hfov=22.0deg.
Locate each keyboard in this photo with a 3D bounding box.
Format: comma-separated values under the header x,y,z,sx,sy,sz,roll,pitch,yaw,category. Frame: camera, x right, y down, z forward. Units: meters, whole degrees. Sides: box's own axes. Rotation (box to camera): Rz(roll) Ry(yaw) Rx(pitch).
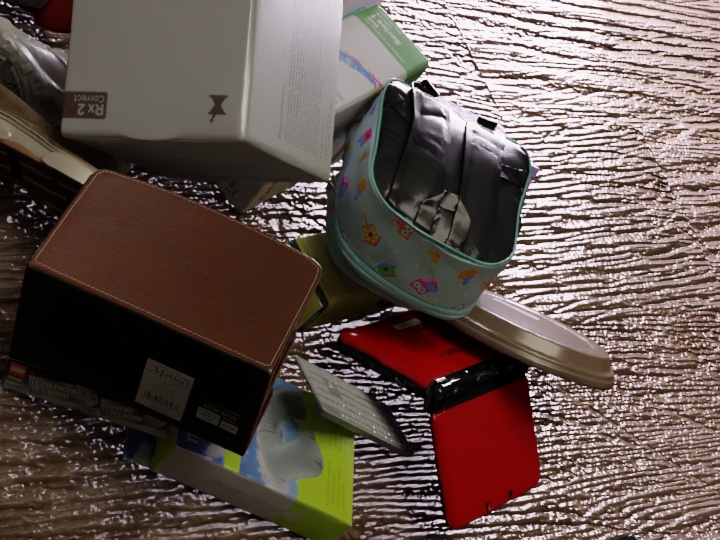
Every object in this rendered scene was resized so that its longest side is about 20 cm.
x,y,z,sx,sy,sz,roll,pitch,yaw,category
-0.003,0.119,1.603,0.200,0.011,0.057,35,28,-61,keyboard

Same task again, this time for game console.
x,y,z,sx,sy,sz,roll,pitch,yaw,category
0.075,0.129,1.711,0.171,0.120,0.199,27,19,24,game console

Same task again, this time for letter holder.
x,y,z,sx,sy,sz,roll,pitch,yaw,category
-0.146,0.026,1.430,0.198,0.101,0.143,23,43,2,letter holder

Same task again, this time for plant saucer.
x,y,z,sx,sy,sz,roll,pitch,yaw,category
0.155,0.058,1.771,0.198,0.030,0.200,23,8,-3,plant saucer

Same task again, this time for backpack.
x,y,z,sx,sy,sz,roll,pitch,yaw,category
0.055,-0.052,1.675,0.175,0.154,0.201,30,31,-16,backpack

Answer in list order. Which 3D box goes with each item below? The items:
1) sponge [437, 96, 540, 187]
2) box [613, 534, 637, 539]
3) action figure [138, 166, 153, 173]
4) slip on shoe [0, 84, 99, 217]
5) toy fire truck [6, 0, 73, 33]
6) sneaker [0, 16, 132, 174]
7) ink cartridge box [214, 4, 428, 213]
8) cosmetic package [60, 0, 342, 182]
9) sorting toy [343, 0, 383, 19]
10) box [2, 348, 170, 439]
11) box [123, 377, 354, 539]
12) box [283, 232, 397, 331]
x,y,z,sx,sy,sz,roll,pitch,yaw,category
0.111,-0.140,1.900,0.111,0.030,0.200,28,11,-15,sponge
0.219,0.370,1.562,0.200,0.123,0.199,51,36,-18,box
-0.173,-0.158,1.716,0.065,0.052,0.201,36,42,-21,action figure
-0.252,-0.093,1.522,0.199,0.076,0.061,27,57,14,slip on shoe
-0.285,-0.261,1.574,0.175,0.129,0.200,12,29,-38,toy fire truck
-0.276,-0.164,1.610,0.200,0.078,0.100,42,31,-22,sneaker
-0.047,-0.154,1.749,0.084,0.145,0.200,49,38,7,ink cartridge box
-0.126,-0.171,1.543,0.200,0.163,0.167,21,73,-70,cosmetic package
-0.039,-0.303,1.855,0.199,0.180,0.108,24,44,-27,sorting toy
-0.194,0.033,1.505,0.136,0.040,0.201,17,44,-3,box
-0.096,0.137,1.541,0.199,0.048,0.123,28,41,-25,box
0.000,0.000,1.745,0.199,0.050,0.076,-14,69,-48,box
